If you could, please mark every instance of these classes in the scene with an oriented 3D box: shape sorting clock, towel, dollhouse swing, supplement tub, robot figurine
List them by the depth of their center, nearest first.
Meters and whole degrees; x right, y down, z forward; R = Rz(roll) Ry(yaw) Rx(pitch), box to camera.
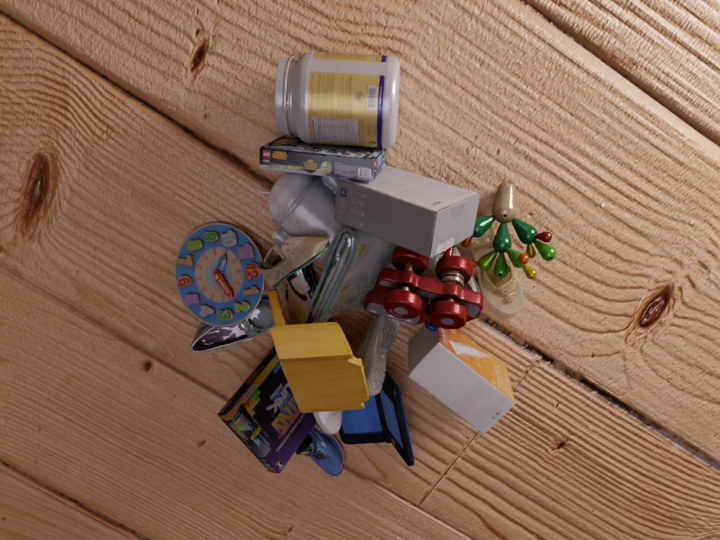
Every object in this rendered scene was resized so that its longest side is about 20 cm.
[{"bbox_3d":[-0.035,-0.283,0.991,0.194,0.146,0.149,5,114,5],"label":"supplement tub"},{"bbox_3d":[-0.088,-0.104,1.090,0.199,0.113,0.171,39,98,-11],"label":"robot figurine"},{"bbox_3d":[0.000,0.000,1.098,0.048,0.169,0.203,45,125,27],"label":"towel"},{"bbox_3d":[-0.079,0.137,1.114,0.176,0.179,0.202,-5,140,5],"label":"dollhouse swing"},{"bbox_3d":[-0.279,0.009,1.177,0.194,0.039,0.206,1,95,9],"label":"shape sorting clock"}]

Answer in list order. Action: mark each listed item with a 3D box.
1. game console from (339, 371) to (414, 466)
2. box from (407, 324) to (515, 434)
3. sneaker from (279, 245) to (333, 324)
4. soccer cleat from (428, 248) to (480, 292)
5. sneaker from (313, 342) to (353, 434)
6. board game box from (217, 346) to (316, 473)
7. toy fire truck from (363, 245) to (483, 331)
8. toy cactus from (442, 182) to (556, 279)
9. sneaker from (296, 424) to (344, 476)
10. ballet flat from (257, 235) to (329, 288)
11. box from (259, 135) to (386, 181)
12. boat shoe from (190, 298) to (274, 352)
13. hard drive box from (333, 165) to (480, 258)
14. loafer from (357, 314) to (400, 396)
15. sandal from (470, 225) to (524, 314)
[{"bbox_3d":[0.018,0.308,1.256,0.116,0.171,0.205,-19,113,-14],"label":"game console"},{"bbox_3d":[0.197,0.201,1.183,0.198,0.125,0.098,38,112,-11],"label":"box"},{"bbox_3d":[-0.123,0.035,1.176,0.078,0.074,0.204,-15,110,16],"label":"sneaker"},{"bbox_3d":[0.166,-0.006,1.124,0.069,0.078,0.201,-35,105,19],"label":"soccer cleat"},{"bbox_3d":[-0.052,0.236,1.214,0.079,0.070,0.207,2,95,37],"label":"sneaker"},{"bbox_3d":[-0.167,0.274,1.216,0.166,0.201,0.056,50,145,-15],"label":"board game box"},{"bbox_3d":[0.112,0.052,1.072,0.194,0.115,0.169,14,152,-4],"label":"toy fire truck"},{"bbox_3d":[0.249,-0.073,1.059,0.194,0.102,0.170,5,80,17],"label":"toy cactus"},{"bbox_3d":[-0.110,0.386,1.313,0.078,0.090,0.201,-34,105,19],"label":"sneaker"},{"bbox_3d":[-0.128,-0.024,1.058,0.063,0.068,0.199,48,138,-9],"label":"ballet flat"},{"bbox_3d":[-0.060,-0.196,1.026,0.194,0.137,0.041,7,111,8],"label":"box"},{"bbox_3d":[-0.257,0.119,1.229,0.197,0.065,0.076,-18,111,12],"label":"boat shoe"},{"bbox_3d":[0.077,-0.107,1.005,0.197,0.154,0.079,23,119,32],"label":"hard drive box"},{"bbox_3d":[0.026,0.143,1.182,0.069,0.069,0.205,11,79,41],"label":"loafer"},{"bbox_3d":[0.254,0.009,1.125,0.076,0.070,0.215,-21,109,14],"label":"sandal"}]
